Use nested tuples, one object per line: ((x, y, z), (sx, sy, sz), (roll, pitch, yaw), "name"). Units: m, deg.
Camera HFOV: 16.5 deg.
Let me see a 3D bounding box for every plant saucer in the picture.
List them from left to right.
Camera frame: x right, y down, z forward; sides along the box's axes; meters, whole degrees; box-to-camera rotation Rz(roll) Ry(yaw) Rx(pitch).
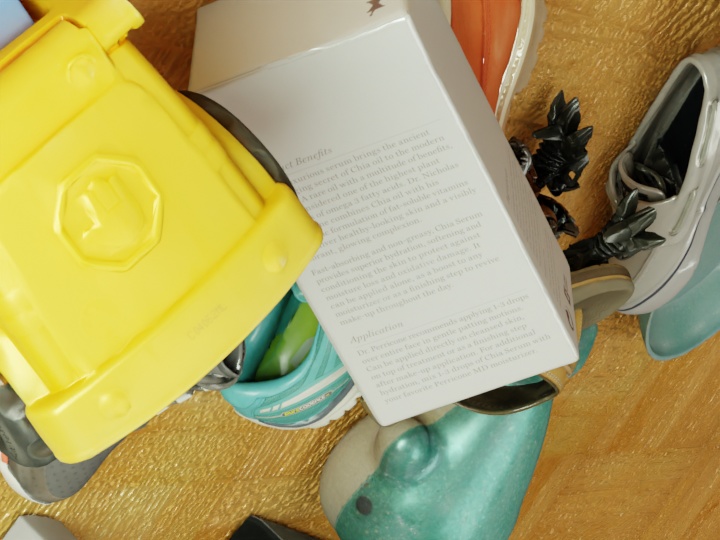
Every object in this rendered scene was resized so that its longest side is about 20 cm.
((0.250, -0.028, 1.694), (0.200, 0.036, 0.200), (-39, 155, -23), "plant saucer")

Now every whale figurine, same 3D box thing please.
((0.069, 0.106, 1.457), (0.200, 0.104, 0.159), (-45, 160, 24), "whale figurine")

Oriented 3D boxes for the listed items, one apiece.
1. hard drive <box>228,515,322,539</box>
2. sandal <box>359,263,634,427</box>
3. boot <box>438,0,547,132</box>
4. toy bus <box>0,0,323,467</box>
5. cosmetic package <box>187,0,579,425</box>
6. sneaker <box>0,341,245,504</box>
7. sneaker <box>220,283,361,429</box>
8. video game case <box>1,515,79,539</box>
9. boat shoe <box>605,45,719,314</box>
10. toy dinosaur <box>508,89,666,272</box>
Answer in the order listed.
((0.009, 0.214, 1.496), (0.033, 0.139, 0.200), (-50, 156, 3), "hard drive")
((0.079, 0.051, 1.313), (0.200, 0.054, 0.080), (-25, 170, -47), "sandal")
((0.023, -0.059, 1.169), (0.107, 0.075, 0.201), (4, 96, -61), "boot")
((-0.139, -0.048, 0.874), (0.136, 0.200, 0.192), (-44, 120, -15), "toy bus")
((0.013, -0.036, 1.081), (0.101, 0.071, 0.200), (-19, 126, 14), "cosmetic package")
((-0.097, 0.037, 1.128), (0.077, 0.082, 0.200), (-7, 131, -57), "sneaker")
((0.000, 0.000, 1.262), (0.080, 0.077, 0.200), (15, 112, -54), "sneaker")
((-0.157, 0.254, 1.215), (0.200, 0.181, 0.045), (-53, 155, 6), "video game case")
((0.183, -0.052, 1.507), (0.065, 0.072, 0.200), (-5, 139, -35), "boat shoe")
((0.078, -0.025, 1.368), (0.135, 0.102, 0.200), (-28, 179, -14), "toy dinosaur")
